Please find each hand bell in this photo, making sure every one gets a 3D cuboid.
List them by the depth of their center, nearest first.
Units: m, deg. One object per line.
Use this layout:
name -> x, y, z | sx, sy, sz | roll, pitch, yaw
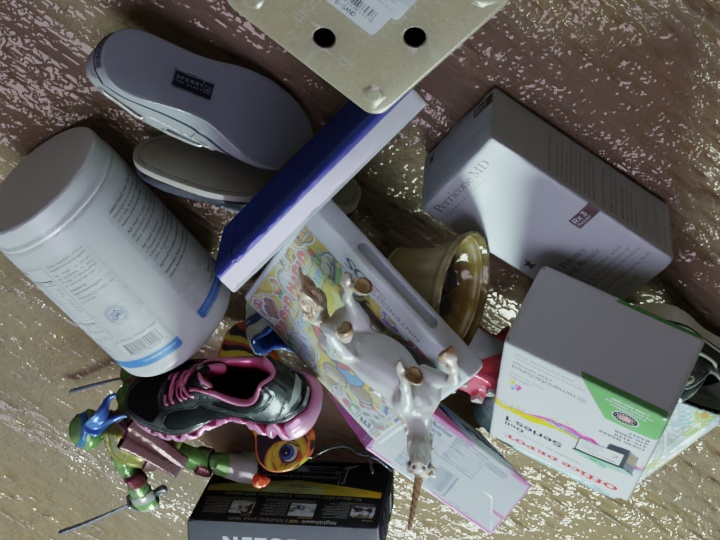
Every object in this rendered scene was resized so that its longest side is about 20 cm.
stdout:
hand bell -> 0.000, 0.000, 1.057 | 0.198, 0.104, 0.105 | 13, 138, 26

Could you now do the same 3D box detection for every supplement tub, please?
supplement tub -> -0.220, -0.013, 1.104 | 0.131, 0.133, 0.200 | -21, 126, 26

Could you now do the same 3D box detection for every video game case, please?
video game case -> -0.005, 0.049, 1.038 | 0.182, 0.023, 0.200 | 47, 150, 3

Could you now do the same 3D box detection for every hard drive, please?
hard drive -> -0.033, -0.078, 0.964 | 0.200, 0.132, 0.025 | -44, 104, 11

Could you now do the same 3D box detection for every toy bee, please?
toy bee -> -0.082, 0.150, 1.199 | 0.109, 0.200, 0.131 | -44, 149, -1

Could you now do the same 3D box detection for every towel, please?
towel -> 0.238, 0.138, 1.238 | 0.199, 0.048, 0.171 | 28, 128, -17

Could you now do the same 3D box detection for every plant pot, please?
plant pot -> 0.011, -0.229, 0.831 | 0.199, 0.178, 0.200 | 35, 130, -23

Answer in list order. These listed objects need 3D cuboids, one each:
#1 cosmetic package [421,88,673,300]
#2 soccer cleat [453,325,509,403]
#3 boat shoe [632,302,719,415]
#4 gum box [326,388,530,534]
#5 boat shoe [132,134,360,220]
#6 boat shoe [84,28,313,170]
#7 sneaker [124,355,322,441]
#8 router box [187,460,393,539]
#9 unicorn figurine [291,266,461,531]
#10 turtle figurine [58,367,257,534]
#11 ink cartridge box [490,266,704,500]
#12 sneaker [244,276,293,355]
cosmetic package -> 0.158, -0.053, 1.049 | 0.199, 0.075, 0.102 | 28, 132, -19
soccer cleat -> 0.051, 0.055, 1.129 | 0.198, 0.077, 0.067 | 24, 153, -17
boat shoe -> 0.286, 0.084, 1.123 | 0.199, 0.064, 0.070 | 21, 139, -38
gum box -> 0.062, 0.163, 1.218 | 0.200, 0.114, 0.066 | 39, 93, -31
boat shoe -> -0.102, -0.065, 1.078 | 0.198, 0.073, 0.063 | 11, 135, -10
boat shoe -> -0.133, -0.135, 1.022 | 0.198, 0.073, 0.065 | 18, 170, -29
sneaker -> -0.136, 0.104, 1.112 | 0.198, 0.080, 0.095 | -6, 154, 25
router box -> -0.069, 0.255, 1.316 | 0.197, 0.157, 0.053 | 2, 106, 8
unicorn figurine -> 0.023, 0.084, 0.965 | 0.073, 0.201, 0.138 | -29, 164, -18
turtle figurine -> -0.209, 0.168, 1.285 | 0.192, 0.145, 0.201 | 5, 142, -18
ink cartridge box -> 0.196, 0.103, 1.069 | 0.144, 0.084, 0.201 | 25, 155, 15
sneaker -> -0.012, 0.060, 1.173 | 0.197, 0.089, 0.076 | 5, 132, 2
